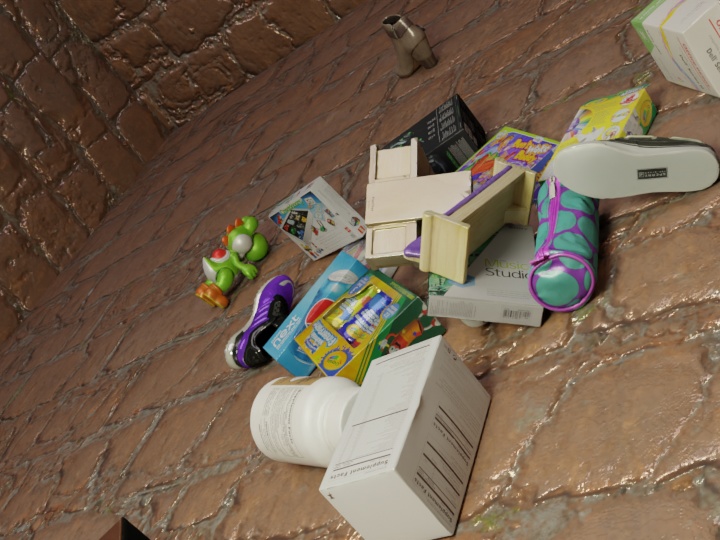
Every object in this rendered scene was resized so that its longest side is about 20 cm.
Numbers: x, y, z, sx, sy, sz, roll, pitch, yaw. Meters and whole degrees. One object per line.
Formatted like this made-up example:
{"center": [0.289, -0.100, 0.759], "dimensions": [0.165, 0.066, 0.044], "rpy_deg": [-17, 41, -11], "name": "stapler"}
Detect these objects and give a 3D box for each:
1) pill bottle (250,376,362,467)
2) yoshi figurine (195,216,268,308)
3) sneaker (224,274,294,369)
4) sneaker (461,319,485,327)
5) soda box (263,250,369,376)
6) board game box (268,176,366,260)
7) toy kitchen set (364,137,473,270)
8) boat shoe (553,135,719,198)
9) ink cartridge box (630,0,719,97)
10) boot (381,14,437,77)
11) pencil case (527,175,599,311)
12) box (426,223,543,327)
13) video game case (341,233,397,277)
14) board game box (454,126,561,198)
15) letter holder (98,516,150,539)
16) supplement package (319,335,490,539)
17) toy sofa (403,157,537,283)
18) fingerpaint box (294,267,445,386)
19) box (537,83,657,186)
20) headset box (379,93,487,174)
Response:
{"center": [-0.047, 0.193, 1.265], "dimensions": [0.199, 0.115, 0.115], "rpy_deg": [-8, 38, 54], "name": "pill bottle"}
{"center": [-0.255, -0.012, 2.068], "dimensions": [0.202, 0.111, 0.112], "rpy_deg": [-62, -14, -14], "name": "yoshi figurine"}
{"center": [-0.147, 0.089, 1.706], "dimensions": [0.099, 0.070, 0.201], "rpy_deg": [-10, 41, 41], "name": "sneaker"}
{"center": [0.143, 0.023, 1.357], "dimensions": [0.201, 0.075, 0.077], "rpy_deg": [-93, 23, -59], "name": "sneaker"}
{"center": [-0.059, 0.070, 1.550], "dimensions": [0.201, 0.064, 0.068], "rpy_deg": [-52, 26, -4], "name": "soda box"}
{"center": [-0.078, -0.090, 1.791], "dimensions": [0.035, 0.126, 0.199], "rpy_deg": [-52, 14, -26], "name": "board game box"}
{"center": [0.112, -0.077, 1.534], "dimensions": [0.161, 0.181, 0.202], "rpy_deg": [-6, 61, 18], "name": "toy kitchen set"}
{"center": [0.341, -0.132, 1.230], "dimensions": [0.197, 0.072, 0.064], "rpy_deg": [4, 27, 14], "name": "boat shoe"}
{"center": [0.464, -0.308, 1.353], "dimensions": [0.067, 0.117, 0.200], "rpy_deg": [-39, 21, 4], "name": "ink cartridge box"}
{"center": [0.101, -0.542, 2.362], "dimensions": [0.070, 0.146, 0.199], "rpy_deg": [-50, 23, -18], "name": "boot"}
{"center": [0.254, -0.041, 1.236], "dimensions": [0.085, 0.093, 0.201], "rpy_deg": [-28, 26, 30], "name": "pencil case"}
{"center": [0.159, -0.003, 1.285], "dimensions": [0.142, 0.037, 0.201], "rpy_deg": [5, 31, 1], "name": "box"}
{"center": [0.000, 0.000, 1.676], "dimensions": [0.181, 0.023, 0.201], "rpy_deg": [-15, 34, 48], "name": "video game case"}
{"center": [0.231, -0.154, 1.550], "dimensions": [0.134, 0.045, 0.200], "rpy_deg": [-42, 22, -3], "name": "board game box"}
{"center": [-0.324, 0.445, 1.274], "dimensions": [0.142, 0.101, 0.200], "rpy_deg": [-42, 22, 3], "name": "letter holder"}
{"center": [0.054, 0.192, 1.104], "dimensions": [0.113, 0.110, 0.201], "rpy_deg": [-23, 27, 37], "name": "supplement package"}
{"center": [0.141, -0.073, 1.282], "dimensions": [0.097, 0.084, 0.200], "rpy_deg": [23, 38, 27], "name": "toy sofa"}
{"center": [0.007, 0.092, 1.421], "dimensions": [0.167, 0.074, 0.200], "rpy_deg": [-43, 21, -4], "name": "fingerpaint box"}
{"center": [0.345, -0.187, 1.417], "dimensions": [0.117, 0.048, 0.201], "rpy_deg": [-9, 41, 49], "name": "box"}
{"center": [0.120, -0.192, 1.741], "dimensions": [0.199, 0.093, 0.175], "rpy_deg": [-34, 23, 18], "name": "headset box"}
